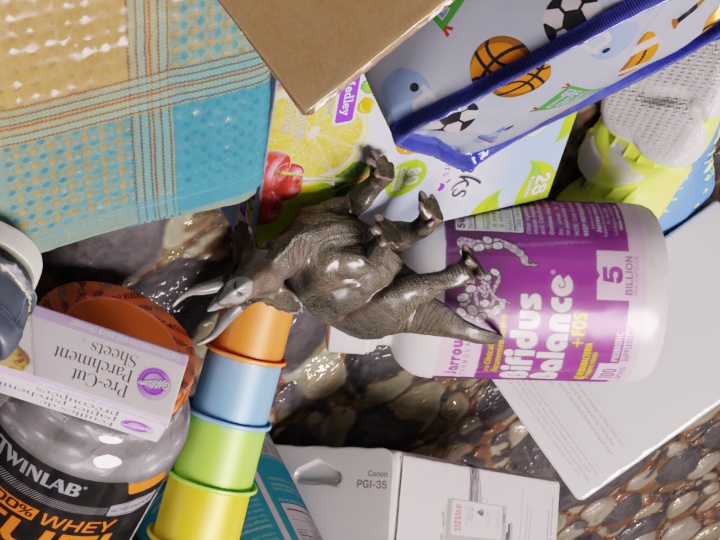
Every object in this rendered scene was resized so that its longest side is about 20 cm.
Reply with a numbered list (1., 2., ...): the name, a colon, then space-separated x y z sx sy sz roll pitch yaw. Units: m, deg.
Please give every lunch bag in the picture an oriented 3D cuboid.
1. lunch bag: 0.085 -0.162 0.627 0.200 0.171 0.124 -29 168 19

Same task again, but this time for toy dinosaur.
1. toy dinosaur: 0.000 0.000 0.785 0.102 0.077 0.200 -33 148 30

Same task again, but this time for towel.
1. towel: -0.107 -0.099 0.646 0.146 0.022 0.200 -15 136 -22

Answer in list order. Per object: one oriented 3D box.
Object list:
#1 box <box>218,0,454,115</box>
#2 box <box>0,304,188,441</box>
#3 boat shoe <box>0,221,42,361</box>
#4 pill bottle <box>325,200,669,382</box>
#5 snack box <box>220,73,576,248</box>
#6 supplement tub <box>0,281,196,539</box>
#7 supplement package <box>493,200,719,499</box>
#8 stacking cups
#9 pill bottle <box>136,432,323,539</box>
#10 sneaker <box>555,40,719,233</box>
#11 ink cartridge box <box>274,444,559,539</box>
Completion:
1. box: -0.018 -0.188 0.558 0.163 0.200 0.021 -37 -179 6
2. box: -0.188 0.034 0.725 0.199 0.042 0.039 20 152 -10
3. boat shoe: -0.246 -0.001 0.648 0.199 0.062 0.075 15 136 -10
4. pill bottle: 0.079 0.012 0.887 0.199 0.113 0.112 1 139 -3
5. snack box: 0.028 -0.101 0.791 0.199 0.068 0.169 -15 142 -24
6. supplement tub: -0.176 0.110 0.844 0.122 0.123 0.200 1 133 -37
7. supplement package: 0.205 0.055 1.037 0.200 0.117 0.117 -37 174 7
8. stacking cups: -0.078 0.068 0.862 0.060 0.060 0.201 9 96 -43
9. pill bottle: -0.079 0.190 0.946 0.110 0.200 0.111 -20 143 -16
10. sneaker: 0.200 -0.085 0.949 0.105 0.076 0.200 -16 151 -41
11. ink cartridge box: 0.031 0.181 1.063 0.146 0.083 0.200 -4 165 40
